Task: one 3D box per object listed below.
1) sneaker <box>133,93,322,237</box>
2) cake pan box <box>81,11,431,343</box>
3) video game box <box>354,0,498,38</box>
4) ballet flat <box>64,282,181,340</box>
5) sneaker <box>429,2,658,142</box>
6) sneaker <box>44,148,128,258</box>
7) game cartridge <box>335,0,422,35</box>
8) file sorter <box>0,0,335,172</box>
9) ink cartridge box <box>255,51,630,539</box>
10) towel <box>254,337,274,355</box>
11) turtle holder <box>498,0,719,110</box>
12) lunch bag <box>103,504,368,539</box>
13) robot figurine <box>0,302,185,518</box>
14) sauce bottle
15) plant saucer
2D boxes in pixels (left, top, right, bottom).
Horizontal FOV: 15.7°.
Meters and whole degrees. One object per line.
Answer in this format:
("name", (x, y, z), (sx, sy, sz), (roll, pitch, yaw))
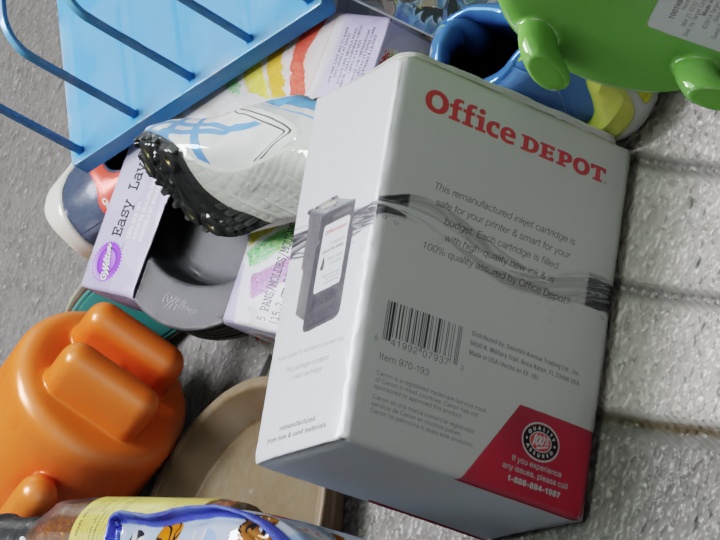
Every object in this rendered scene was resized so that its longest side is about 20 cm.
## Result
("sneaker", (-0.049, -0.063, 1.434), (0.200, 0.072, 0.072), (3, 39, 49))
("cake pan box", (-0.062, -0.055, 1.513), (0.184, 0.052, 0.200), (13, 81, 47))
("video game box", (0.041, -0.236, 1.413), (0.200, 0.182, 0.047), (-58, 29, 15))
("ballet flat", (-0.109, -0.010, 1.638), (0.200, 0.067, 0.062), (-35, 19, 36))
("sneaker", (0.063, -0.104, 1.369), (0.200, 0.105, 0.076), (-12, 60, 54))
("sneaker", (-0.133, -0.093, 1.682), (0.084, 0.075, 0.200), (-30, 30, 36))
("game cartridge", (-0.027, -0.155, 1.613), (0.200, 0.040, 0.133), (-16, 61, 53))
("file sorter", (-0.136, -0.179, 1.516), (0.200, 0.123, 0.139), (-31, 51, 29))
("ink cartridge box", (0.043, 0.014, 1.284), (0.083, 0.145, 0.200), (-21, 54, 54))
("towel", (0.000, 0.000, 1.485), (0.144, 0.023, 0.200), (-61, 33, 8))
("turtle holder", (0.120, -0.163, 1.256), (0.185, 0.141, 0.132), (-5, 39, 10))
("lunch bag", (-0.016, 0.181, 1.243), (0.200, 0.170, 0.124), (-15, 61, 53))
("robot figurine", (-0.181, 0.103, 1.600), (0.200, 0.117, 0.144), (-50, 46, 42))
("sauce bottle", (-0.137, 0.156, 1.456), (0.200, 0.066, 0.066), (0, 70, 40))
("plant saucer", (-0.070, 0.158, 1.483), (0.200, 0.029, 0.200), (-36, 43, 43))
